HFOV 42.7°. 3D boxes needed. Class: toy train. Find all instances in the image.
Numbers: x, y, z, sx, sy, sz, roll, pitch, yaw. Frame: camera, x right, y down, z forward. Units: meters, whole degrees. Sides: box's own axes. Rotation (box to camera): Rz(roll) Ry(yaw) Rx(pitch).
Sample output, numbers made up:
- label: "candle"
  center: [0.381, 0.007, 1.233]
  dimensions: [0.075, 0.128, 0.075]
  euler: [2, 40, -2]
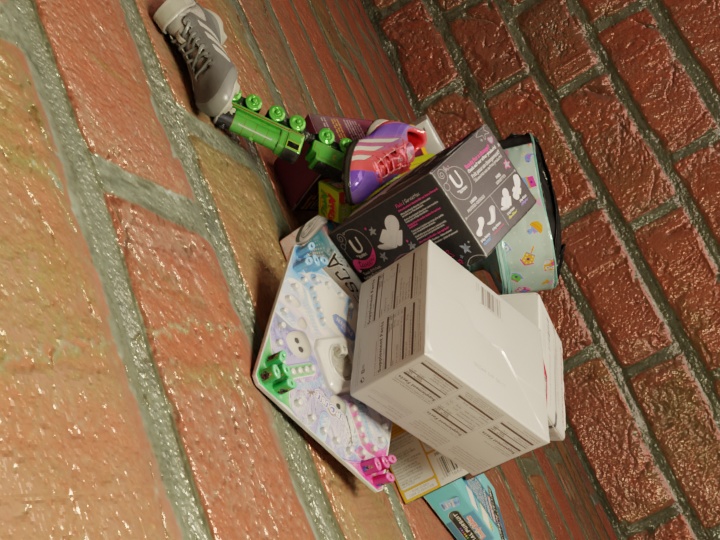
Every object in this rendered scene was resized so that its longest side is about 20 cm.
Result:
- label: "toy train"
  center: [-0.097, -0.170, 1.161]
  dimensions: [0.198, 0.042, 0.057]
  euler: [23, 62, -14]

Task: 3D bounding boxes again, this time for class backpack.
- label: "backpack"
  center: [0.206, -0.064, 1.284]
  dimensions: [0.176, 0.151, 0.203]
  euler: [72, 3, -63]

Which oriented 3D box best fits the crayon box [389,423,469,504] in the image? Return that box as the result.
- label: "crayon box"
  center: [0.073, 0.165, 1.136]
  dimensions: [0.202, 0.125, 0.051]
  euler: [65, 18, 13]

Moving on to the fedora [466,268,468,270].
- label: "fedora"
  center: [0.109, 0.042, 1.243]
  dimensions: [0.201, 0.091, 0.202]
  euler: [46, 25, -28]

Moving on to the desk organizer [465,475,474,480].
- label: "desk organizer"
  center: [0.181, 0.245, 1.324]
  dimensions: [0.078, 0.071, 0.200]
  euler: [66, 12, 14]

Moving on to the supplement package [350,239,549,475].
- label: "supplement package"
  center: [0.100, 0.098, 1.007]
  dimensions: [0.199, 0.110, 0.157]
  euler: [37, 39, -29]

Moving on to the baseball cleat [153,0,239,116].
- label: "baseball cleat"
  center: [-0.203, -0.264, 1.108]
  dimensions: [0.106, 0.070, 0.201]
  euler: [33, 24, -38]

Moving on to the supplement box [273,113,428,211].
- label: "supplement box"
  center: [-0.008, -0.149, 1.312]
  dimensions: [0.198, 0.110, 0.087]
  euler: [-2, 58, -41]

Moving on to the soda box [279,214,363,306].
- label: "soda box"
  center: [-0.027, 0.038, 1.130]
  dimensions: [0.063, 0.068, 0.202]
  euler: [17, 46, -60]

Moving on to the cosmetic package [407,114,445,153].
- label: "cosmetic package"
  center: [0.065, -0.150, 1.586]
  dimensions: [0.152, 0.198, 0.052]
  euler: [57, 13, -14]

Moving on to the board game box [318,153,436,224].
- label: "board game box"
  center: [0.035, -0.087, 1.257]
  dimensions: [0.047, 0.198, 0.103]
  euler: [31, -51, 45]

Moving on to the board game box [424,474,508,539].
- label: "board game box"
  center: [0.140, 0.308, 1.289]
  dimensions: [0.201, 0.046, 0.152]
  euler: [55, 14, -29]

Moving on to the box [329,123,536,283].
- label: "box"
  center: [0.082, -0.064, 1.090]
  dimensions: [0.115, 0.199, 0.132]
  euler: [54, 50, -8]

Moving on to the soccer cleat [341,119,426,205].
- label: "soccer cleat"
  center: [0.030, -0.142, 1.173]
  dimensions: [0.200, 0.072, 0.069]
  euler: [-58, 149, -57]

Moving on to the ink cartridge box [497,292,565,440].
- label: "ink cartridge box"
  center: [0.217, 0.134, 1.230]
  dimensions: [0.200, 0.082, 0.148]
  euler: [48, 41, -60]

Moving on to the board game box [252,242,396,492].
- label: "board game box"
  center: [-0.019, 0.097, 0.976]
  dimensions: [0.200, 0.026, 0.202]
  euler: [47, 34, -27]
